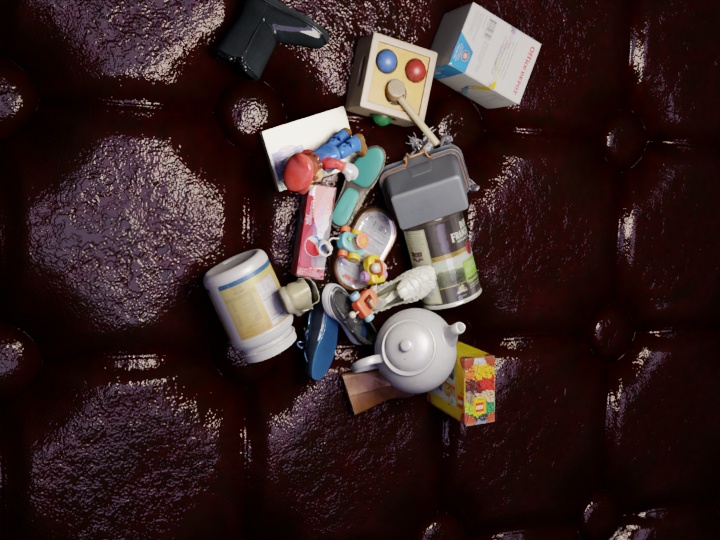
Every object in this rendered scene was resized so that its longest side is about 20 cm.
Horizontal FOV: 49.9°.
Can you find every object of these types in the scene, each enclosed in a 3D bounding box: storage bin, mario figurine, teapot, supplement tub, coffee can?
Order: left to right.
[{"bbox_3d":[-0.226,0.074,1.612,0.143,0.144,0.202,-27,105,-16],"label":"supplement tub"},{"bbox_3d":[-0.081,-0.217,1.629,0.199,0.123,0.107,-35,104,-29],"label":"mario figurine"},{"bbox_3d":[0.108,0.171,1.676,0.195,0.146,0.202,26,88,20],"label":"teapot"},{"bbox_3d":[0.143,-0.180,1.687,0.197,0.135,0.147,-18,116,7],"label":"storage bin"},{"bbox_3d":[0.184,-0.032,1.763,0.145,0.146,0.203,-20,104,-18],"label":"coffee can"}]

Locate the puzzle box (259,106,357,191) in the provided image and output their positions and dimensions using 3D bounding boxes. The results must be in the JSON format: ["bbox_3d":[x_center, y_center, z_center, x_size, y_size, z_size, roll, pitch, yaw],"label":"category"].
[{"bbox_3d":[-0.109,-0.265,1.684,0.197,0.025,0.135,-20,103,-18],"label":"puzzle box"}]

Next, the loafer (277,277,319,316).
[{"bbox_3d":[-0.120,0.053,1.624,0.067,0.200,0.077,-21,91,5],"label":"loafer"}]

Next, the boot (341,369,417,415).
[{"bbox_3d":[0.048,0.220,1.796,0.197,0.068,0.191,-13,108,-12],"label":"boot"}]

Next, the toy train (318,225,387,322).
[{"bbox_3d":[0.000,0.000,1.659,0.150,0.055,0.202,-42,106,-42],"label":"toy train"}]

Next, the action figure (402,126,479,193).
[{"bbox_3d":[0.179,-0.241,1.778,0.200,0.069,0.130,43,98,-15],"label":"action figure"}]

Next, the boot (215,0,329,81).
[{"bbox_3d":[-0.182,-0.463,1.603,0.198,0.076,0.170,27,82,-15],"label":"boot"}]

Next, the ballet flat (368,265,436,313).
[{"bbox_3d":[0.081,0.053,1.717,0.198,0.072,0.072,-26,110,28],"label":"ballet flat"}]

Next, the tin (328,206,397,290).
[{"bbox_3d":[0.007,-0.050,1.750,0.111,0.042,0.202,31,85,-17],"label":"tin"}]

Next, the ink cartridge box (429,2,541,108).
[{"bbox_3d":[0.272,-0.478,1.747,0.198,0.144,0.149,24,88,-22],"label":"ink cartridge box"}]

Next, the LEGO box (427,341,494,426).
[{"bbox_3d":[0.227,0.252,1.783,0.076,0.200,0.152,-4,98,-20],"label":"LEGO box"}]

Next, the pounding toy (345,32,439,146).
[{"bbox_3d":[0.081,-0.387,1.683,0.181,0.142,0.203,11,92,-22],"label":"pounding toy"}]

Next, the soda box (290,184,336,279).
[{"bbox_3d":[-0.103,-0.085,1.682,0.062,0.070,0.204,8,92,-17],"label":"soda box"}]

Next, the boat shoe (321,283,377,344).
[{"bbox_3d":[-0.017,0.101,1.700,0.070,0.065,0.201,-60,139,-31],"label":"boat shoe"}]

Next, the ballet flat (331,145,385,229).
[{"bbox_3d":[-0.008,-0.183,1.707,0.067,0.075,0.202,29,95,2],"label":"ballet flat"}]

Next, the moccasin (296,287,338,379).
[{"bbox_3d":[-0.091,0.139,1.716,0.080,0.067,0.203,28,72,-54],"label":"moccasin"}]
